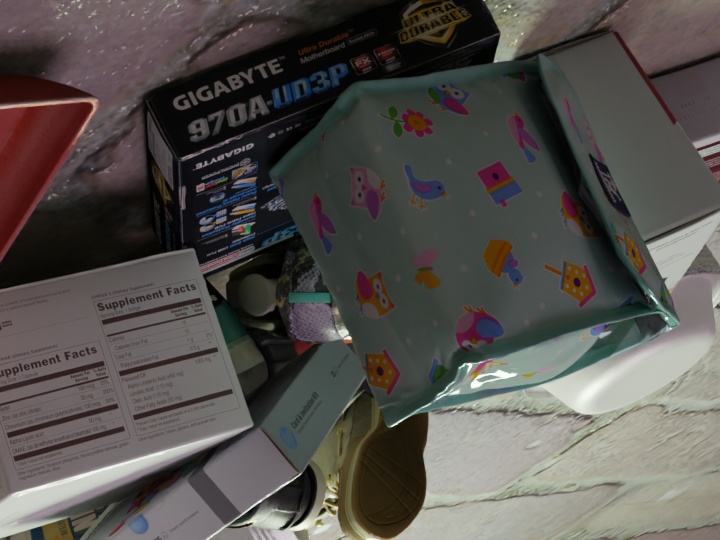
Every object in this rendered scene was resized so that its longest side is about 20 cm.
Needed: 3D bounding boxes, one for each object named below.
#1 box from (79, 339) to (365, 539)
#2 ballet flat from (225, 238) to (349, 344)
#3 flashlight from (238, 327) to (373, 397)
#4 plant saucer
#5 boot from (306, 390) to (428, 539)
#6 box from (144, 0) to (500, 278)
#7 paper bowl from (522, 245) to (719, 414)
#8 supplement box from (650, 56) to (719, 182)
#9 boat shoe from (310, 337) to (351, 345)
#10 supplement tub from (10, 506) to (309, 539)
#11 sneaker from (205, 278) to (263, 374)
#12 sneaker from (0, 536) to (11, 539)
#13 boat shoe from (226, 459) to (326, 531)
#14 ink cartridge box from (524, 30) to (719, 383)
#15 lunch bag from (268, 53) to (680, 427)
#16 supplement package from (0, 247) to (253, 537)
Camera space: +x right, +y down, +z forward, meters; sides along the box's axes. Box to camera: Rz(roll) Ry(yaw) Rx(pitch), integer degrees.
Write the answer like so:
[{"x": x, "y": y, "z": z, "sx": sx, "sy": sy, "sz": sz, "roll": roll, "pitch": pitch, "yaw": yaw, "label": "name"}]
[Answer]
[{"x": -0.096, "y": 0.131, "z": 1.156, "sx": 0.200, "sy": 0.041, "sz": 0.156, "roll": -39, "pitch": -175, "yaw": 25, "label": "box"}, {"x": -0.049, "y": 0.011, "z": 1.172, "sx": 0.072, "sy": 0.072, "sz": 0.200, "roll": -24, "pitch": -175, "yaw": -12, "label": "ballet flat"}, {"x": -0.024, "y": 0.074, "z": 1.390, "sx": 0.068, "sy": 0.068, "sz": 0.200, "roll": -41, "pitch": 155, "yaw": 28, "label": "flashlight"}, {"x": -0.253, "y": -0.030, "z": 0.907, "sx": 0.199, "sy": 0.037, "sz": 0.200, "roll": -10, "pitch": 153, "yaw": -41, "label": "plant saucer"}, {"x": -0.022, "y": 0.181, "z": 1.524, "sx": 0.154, "sy": 0.072, "sz": 0.200, "roll": -36, "pitch": -159, "yaw": 26, "label": "boot"}, {"x": -0.023, "y": -0.078, "z": 1.072, "sx": 0.199, "sy": 0.046, "sz": 0.159, "roll": -23, "pitch": 159, "yaw": -14, "label": "box"}, {"x": 0.222, "y": 0.049, "z": 1.593, "sx": 0.200, "sy": 0.105, "sz": 0.201, "roll": -25, "pitch": 160, "yaw": -10, "label": "paper bowl"}, {"x": 0.208, "y": -0.067, "z": 1.367, "sx": 0.108, "sy": 0.061, "sz": 0.200, "roll": -18, "pitch": 156, "yaw": -23, "label": "supplement box"}, {"x": 0.000, "y": 0.000, "z": 1.239, "sx": 0.062, "sy": 0.071, "sz": 0.200, "roll": -11, "pitch": 160, "yaw": -11, "label": "boat shoe"}, {"x": -0.153, "y": 0.212, "z": 1.437, "sx": 0.199, "sy": 0.145, "sz": 0.145, "roll": -29, "pitch": 159, "yaw": 0, "label": "supplement tub"}, {"x": -0.121, "y": 0.043, "z": 1.207, "sx": 0.071, "sy": 0.080, "sz": 0.200, "roll": -24, "pitch": 180, "yaw": -25, "label": "sneaker"}, {"x": -0.305, "y": 0.272, "z": 1.501, "sx": 0.115, "sy": 0.074, "sz": 0.200, "roll": -25, "pitch": 151, "yaw": -2, "label": "sneaker"}, {"x": -0.116, "y": 0.133, "z": 1.303, "sx": 0.063, "sy": 0.201, "sz": 0.074, "roll": 16, "pitch": 88, "yaw": -48, "label": "boat shoe"}, {"x": 0.145, "y": -0.038, "z": 1.236, "sx": 0.083, "sy": 0.146, "sz": 0.200, "roll": -22, "pitch": 159, "yaw": -21, "label": "ink cartridge box"}, {"x": 0.079, "y": -0.023, "z": 1.021, "sx": 0.199, "sy": 0.171, "sz": 0.122, "roll": -12, "pitch": 161, "yaw": -37, "label": "lunch bag"}, {"x": -0.185, "y": 0.082, "z": 1.086, "sx": 0.155, "sy": 0.111, "sz": 0.200, "roll": -14, "pitch": 170, "yaw": -35, "label": "supplement package"}]
